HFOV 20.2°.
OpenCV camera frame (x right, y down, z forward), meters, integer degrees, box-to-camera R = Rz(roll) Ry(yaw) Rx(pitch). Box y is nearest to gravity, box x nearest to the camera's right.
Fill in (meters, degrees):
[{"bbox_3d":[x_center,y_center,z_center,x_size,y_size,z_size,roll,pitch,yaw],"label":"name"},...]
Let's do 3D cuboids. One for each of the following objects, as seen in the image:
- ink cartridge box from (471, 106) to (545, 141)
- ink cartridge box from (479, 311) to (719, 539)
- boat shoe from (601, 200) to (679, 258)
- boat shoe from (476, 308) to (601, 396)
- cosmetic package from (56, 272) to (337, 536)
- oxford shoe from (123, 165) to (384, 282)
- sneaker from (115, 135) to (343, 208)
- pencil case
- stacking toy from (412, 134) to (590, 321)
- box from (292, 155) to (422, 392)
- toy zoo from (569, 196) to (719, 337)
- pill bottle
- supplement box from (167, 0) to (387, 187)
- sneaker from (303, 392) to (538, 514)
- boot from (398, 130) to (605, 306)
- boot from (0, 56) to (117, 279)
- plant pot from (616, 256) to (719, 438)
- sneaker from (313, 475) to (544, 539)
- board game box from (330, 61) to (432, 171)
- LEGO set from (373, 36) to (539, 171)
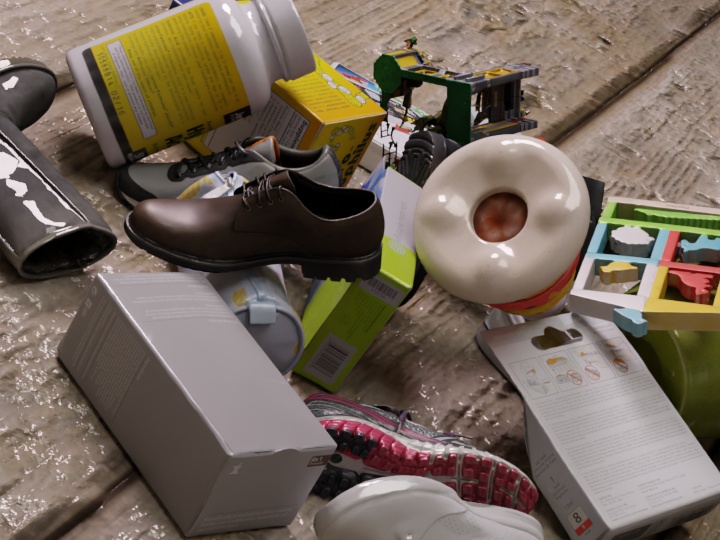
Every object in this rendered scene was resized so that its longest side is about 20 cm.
[{"bbox_3d":[0.190,-0.091,2.065,0.200,0.047,0.160,-4,54,-54],"label":"ink cartridge box"},{"bbox_3d":[0.193,0.130,1.680,0.162,0.050,0.200,-10,56,-43],"label":"ink cartridge box"},{"bbox_3d":[0.213,-0.031,1.905,0.199,0.076,0.074,-7,9,17],"label":"boat shoe"},{"bbox_3d":[0.188,0.084,1.765,0.074,0.086,0.202,1,38,-43],"label":"boat shoe"},{"bbox_3d":[-0.120,0.092,1.456,0.107,0.090,0.200,2,41,-43],"label":"cosmetic package"},{"bbox_3d":[-0.080,-0.046,1.539,0.199,0.085,0.073,1,37,-9],"label":"oxford shoe"},{"bbox_3d":[-0.110,-0.081,1.729,0.199,0.080,0.074,2,29,3],"label":"sneaker"},{"bbox_3d":[-0.100,0.005,1.617,0.083,0.091,0.200,16,31,-24],"label":"pencil case"},{"bbox_3d":[0.137,-0.011,1.685,0.146,0.146,0.200,46,-2,30],"label":"stacking toy"},{"bbox_3d":[0.000,0.000,1.686,0.048,0.122,0.200,31,27,-11],"label":"box"},{"bbox_3d":[0.260,0.000,1.761,0.131,0.021,0.200,7,34,15],"label":"toy zoo"},{"bbox_3d":[-0.145,-0.174,1.752,0.199,0.111,0.111,-23,42,-4],"label":"pill bottle"},{"bbox_3d":[-0.096,-0.156,1.878,0.200,0.109,0.109,41,29,21],"label":"supplement box"},{"bbox_3d":[0.043,0.142,1.533,0.199,0.081,0.075,22,26,-14],"label":"sneaker"},{"bbox_3d":[0.115,-0.025,1.812,0.200,0.165,0.066,14,8,-34],"label":"boot"},{"bbox_3d":[-0.263,-0.085,1.633,0.200,0.073,0.182,36,41,27],"label":"boot"},{"bbox_3d":[0.308,0.071,1.821,0.193,0.201,0.200,-14,48,-37],"label":"plant pot"},{"bbox_3d":[0.061,0.208,1.455,0.199,0.075,0.089,14,42,-30],"label":"sneaker"},{"bbox_3d":[0.038,-0.131,2.047,0.200,0.035,0.126,30,28,1],"label":"board game box"},{"bbox_3d":[0.096,-0.122,1.896,0.153,0.201,0.116,5,16,44],"label":"LEGO set"}]
